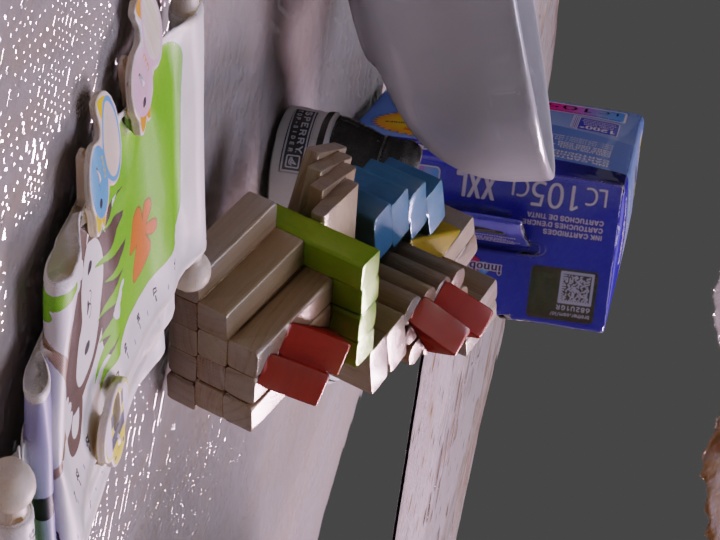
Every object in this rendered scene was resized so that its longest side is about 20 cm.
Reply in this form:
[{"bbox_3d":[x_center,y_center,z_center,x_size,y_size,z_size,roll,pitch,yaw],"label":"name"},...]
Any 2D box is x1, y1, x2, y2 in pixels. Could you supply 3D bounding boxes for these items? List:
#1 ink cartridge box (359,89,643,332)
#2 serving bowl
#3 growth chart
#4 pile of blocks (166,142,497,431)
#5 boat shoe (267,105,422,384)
[{"bbox_3d":[0.060,-0.031,1.165,0.200,0.136,0.076,-61,158,-71],"label":"ink cartridge box"},{"bbox_3d":[0.028,-0.128,0.939,0.200,0.066,0.200,-10,90,-83],"label":"serving bowl"},{"bbox_3d":[-0.069,0.019,0.664,0.145,0.018,0.200,91,10,-50],"label":"growth chart"},{"bbox_3d":[0.009,0.002,0.850,0.200,0.062,0.082,-22,132,-60],"label":"pile of blocks"},{"bbox_3d":[0.000,0.000,1.013,0.200,0.064,0.071,84,17,-67],"label":"boat shoe"}]
